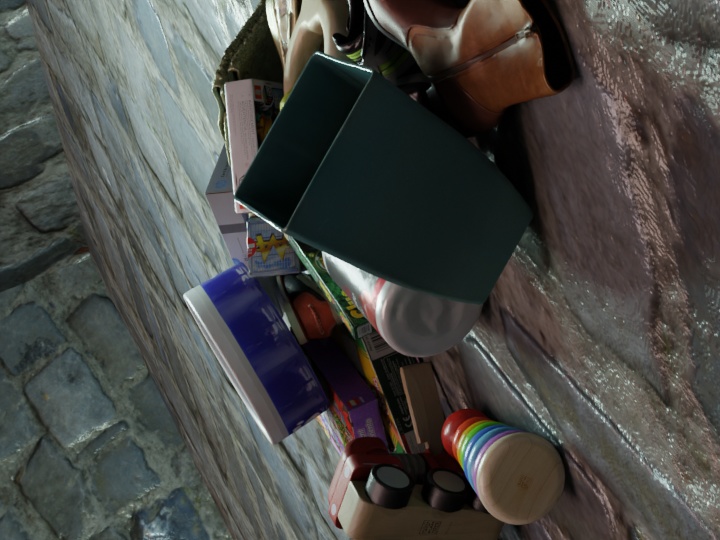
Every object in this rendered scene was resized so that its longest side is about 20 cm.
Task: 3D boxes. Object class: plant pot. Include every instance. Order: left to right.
[{"bbox_3d":[0.029,-0.061,1.293,0.199,0.142,0.141,30,-179,-25],"label":"plant pot"}]

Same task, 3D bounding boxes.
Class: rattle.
[{"bbox_3d":[0.005,-0.218,1.446,0.130,0.142,0.201,172,107,-83],"label":"rattle"}]

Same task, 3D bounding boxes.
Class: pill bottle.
[{"bbox_3d":[0.029,-0.011,1.532,0.200,0.110,0.111,48,155,52],"label":"pill bottle"}]

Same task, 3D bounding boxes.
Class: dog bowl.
[{"bbox_3d":[-0.119,0.094,1.801,0.201,0.079,0.200,57,172,12],"label":"dog bowl"}]

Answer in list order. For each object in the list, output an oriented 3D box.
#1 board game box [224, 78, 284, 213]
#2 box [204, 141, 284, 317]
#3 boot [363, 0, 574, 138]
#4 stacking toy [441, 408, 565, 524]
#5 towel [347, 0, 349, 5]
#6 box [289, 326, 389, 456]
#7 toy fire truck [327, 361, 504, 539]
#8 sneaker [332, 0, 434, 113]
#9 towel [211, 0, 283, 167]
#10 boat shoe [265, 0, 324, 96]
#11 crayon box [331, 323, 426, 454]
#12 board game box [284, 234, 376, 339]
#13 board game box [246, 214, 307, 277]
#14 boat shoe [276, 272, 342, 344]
[{"bbox_3d":[-0.070,-0.121,1.588,0.200,0.034,0.127,-6,-89,-65],"label":"board game box"},{"bbox_3d":[-0.120,-0.068,1.899,0.156,0.041,0.201,-75,-27,-45],"label":"box"},{"bbox_3d":[0.074,-0.199,1.207,0.189,0.068,0.200,69,164,1],"label":"boot"},{"bbox_3d":[0.125,0.180,1.529,0.200,0.085,0.086,-155,45,-74],"label":"stacking toy"},{"bbox_3d":[-0.020,-0.240,1.558,0.147,0.024,0.201,57,161,34],"label":"towel"},{"bbox_3d":[-0.020,0.160,1.842,0.200,0.039,0.137,-130,21,-56],"label":"box"},{"bbox_3d":[0.049,0.198,1.657,0.200,0.175,0.129,-123,46,-54],"label":"toy fire truck"},{"bbox_3d":[0.020,-0.189,1.371,0.071,0.082,0.201,13,124,67],"label":"sneaker"},{"bbox_3d":[-0.100,-0.204,1.632,0.036,0.200,0.149,13,138,16],"label":"towel"},{"bbox_3d":[-0.039,-0.187,1.524,0.201,0.073,0.063,70,163,-8],"label":"boat shoe"},{"bbox_3d":[0.028,0.134,1.826,0.201,0.058,0.172,69,165,0],"label":"crayon box"},{"bbox_3d":[-0.003,-0.015,1.647,0.024,0.104,0.200,85,158,-43],"label":"board game box"},{"bbox_3d":[-0.088,-0.072,1.790,0.200,0.061,0.201,-69,-29,-72],"label":"board game box"},{"bbox_3d":[-0.056,0.035,1.816,0.071,0.062,0.200,63,180,-11],"label":"boat shoe"}]
